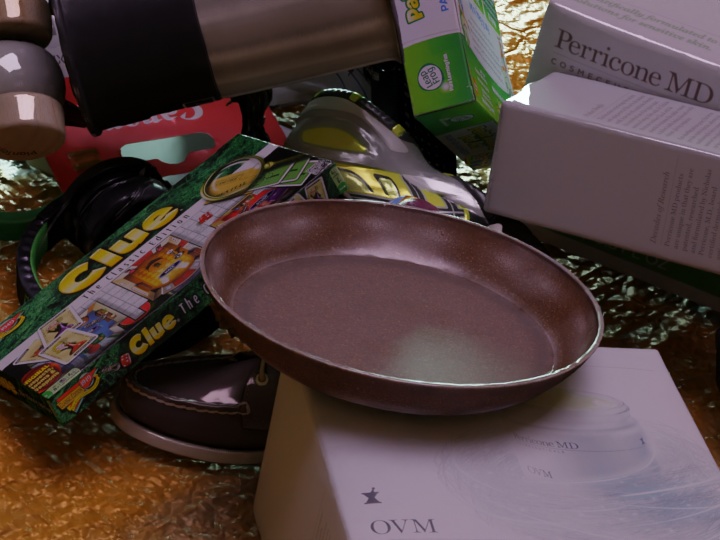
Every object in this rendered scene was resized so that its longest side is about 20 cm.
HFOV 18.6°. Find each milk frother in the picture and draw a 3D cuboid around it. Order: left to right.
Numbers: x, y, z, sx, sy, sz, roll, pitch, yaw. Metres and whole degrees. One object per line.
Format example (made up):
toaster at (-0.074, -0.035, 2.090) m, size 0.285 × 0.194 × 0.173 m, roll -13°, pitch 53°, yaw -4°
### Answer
milk frother at (-0.089, -0.204, 1.256) m, size 0.187 × 0.201 × 0.181 m, roll -13°, pitch 32°, yaw -1°

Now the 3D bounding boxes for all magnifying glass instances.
magnifying glass at (-0.197, -0.096, 1.354) m, size 0.079 × 0.022 × 0.200 m, roll 10°, pitch 46°, yaw 4°

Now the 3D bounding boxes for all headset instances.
headset at (-0.112, -0.031, 1.266) m, size 0.123 × 0.094 × 0.200 m, roll 27°, pitch 45°, yaw 20°

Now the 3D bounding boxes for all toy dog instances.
toy dog at (-0.238, -0.088, 1.279) m, size 0.199 × 0.132 × 0.096 m, roll 4°, pitch -18°, yaw 31°

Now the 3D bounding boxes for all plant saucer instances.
plant saucer at (0.019, 0.020, 1.075) m, size 0.199 × 0.032 × 0.200 m, roll 8°, pitch 24°, yaw -4°

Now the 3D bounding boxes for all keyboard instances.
keyboard at (0.037, -0.131, 1.438) m, size 0.104 × 0.040 × 0.201 m, roll 32°, pitch 40°, yaw -35°

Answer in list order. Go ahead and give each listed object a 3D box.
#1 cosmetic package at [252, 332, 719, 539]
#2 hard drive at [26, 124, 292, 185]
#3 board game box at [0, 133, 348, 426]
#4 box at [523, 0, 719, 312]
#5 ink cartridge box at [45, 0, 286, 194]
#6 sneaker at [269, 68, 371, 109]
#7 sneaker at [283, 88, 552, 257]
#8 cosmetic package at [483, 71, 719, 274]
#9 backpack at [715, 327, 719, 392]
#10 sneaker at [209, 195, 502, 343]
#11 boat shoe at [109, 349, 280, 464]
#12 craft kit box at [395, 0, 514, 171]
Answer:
cosmetic package at (0.067, 0.135, 1.050) m, size 0.198 × 0.123 × 0.200 m, roll 3°, pitch 32°, yaw -16°
hard drive at (-0.091, -0.064, 1.389) m, size 0.199 × 0.026 × 0.132 m, roll 23°, pitch 33°, yaw 14°
board game box at (-0.109, 0.000, 1.172) m, size 0.200 × 0.024 × 0.105 m, roll -41°, pitch 28°, yaw -20°
box at (0.220, -0.103, 1.427) m, size 0.198 × 0.172 × 0.200 m, roll 22°, pitch 33°, yaw 14°
ink cartridge box at (-0.145, -0.145, 1.367) m, size 0.160 × 0.050 × 0.200 m, roll -12°, pitch 52°, yaw -26°
sneaker at (-0.017, -0.148, 1.479) m, size 0.199 × 0.087 × 0.075 m, roll 5°, pitch 24°, yaw -31°
sneaker at (0.034, -0.021, 1.323) m, size 0.200 × 0.075 × 0.077 m, roll 36°, pitch 68°, yaw 2°
cosmetic package at (0.184, -0.052, 1.280) m, size 0.199 × 0.072 × 0.101 m, roll 16°, pitch 20°, yaw 18°
backpack at (0.326, 0.058, 1.265) m, size 0.200 × 0.154 × 0.163 m, roll -37°, pitch 49°, yaw -26°
sneaker at (0.000, 0.000, 1.230) m, size 0.199 × 0.075 × 0.091 m, roll 11°, pitch 70°, yaw -35°
boat shoe at (-0.032, 0.065, 1.178) m, size 0.199 × 0.060 × 0.072 m, roll 6°, pitch 32°, yaw -11°
craft kit box at (0.054, -0.177, 1.398) m, size 0.048 × 0.198 × 0.200 m, roll -16°, pitch -11°, yaw 11°
